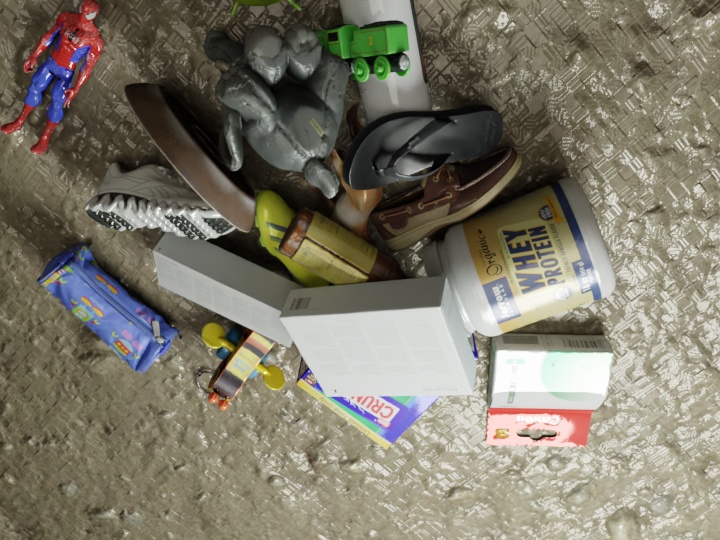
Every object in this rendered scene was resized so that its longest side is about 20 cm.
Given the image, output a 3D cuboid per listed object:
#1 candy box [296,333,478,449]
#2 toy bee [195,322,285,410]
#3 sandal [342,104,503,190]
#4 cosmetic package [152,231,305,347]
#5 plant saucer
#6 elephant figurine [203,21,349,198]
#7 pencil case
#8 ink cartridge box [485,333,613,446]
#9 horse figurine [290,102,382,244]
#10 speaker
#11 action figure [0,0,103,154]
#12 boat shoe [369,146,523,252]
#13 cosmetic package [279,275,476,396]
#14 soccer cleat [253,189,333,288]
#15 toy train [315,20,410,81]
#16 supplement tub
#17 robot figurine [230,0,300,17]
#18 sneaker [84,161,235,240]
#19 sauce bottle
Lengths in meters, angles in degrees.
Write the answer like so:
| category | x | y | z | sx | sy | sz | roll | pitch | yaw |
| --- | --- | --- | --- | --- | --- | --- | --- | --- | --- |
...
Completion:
| category | x | y | z | sx | sy | sz | roll | pitch | yaw |
| --- | --- | --- | --- | --- | --- | --- | --- | --- | --- |
| candy box | 0.033 | 0.120 | 0.890 | 0.168 | 0.077 | 0.201 | 36 | 115 | -12 |
| toy bee | -0.167 | 0.139 | 0.900 | 0.128 | 0.109 | 0.203 | 17 | 118 | -6 |
| sandal | 0.073 | -0.135 | 0.698 | 0.197 | 0.043 | 0.077 | -20 | 133 | -16 |
| cosmetic package | -0.166 | 0.020 | 0.835 | 0.197 | 0.051 | 0.083 | 25 | 148 | 4 |
| plant saucer | -0.177 | -0.131 | 0.717 | 0.032 | 0.200 | 0.201 | -39 | 109 | 4 |
| elephant figurine | -0.100 | -0.173 | 0.683 | 0.140 | 0.199 | 0.158 | 23 | 82 | -29 |
| pencil case | -0.339 | 0.052 | 0.883 | 0.200 | 0.079 | 0.086 | 47 | 141 | -19 |
| ink cartridge box | 0.262 | 0.186 | 0.925 | 0.157 | 0.050 | 0.204 | 0 | 115 | 4 |
| horse figurine | -0.019 | -0.092 | 0.772 | 0.132 | 0.050 | 0.202 | 37 | 136 | 14 |
| speaker | 0.023 | -0.256 | 0.696 | 0.079 | 0.082 | 0.204 | -10 | 116 | 9 |
| action figure | -0.355 | -0.230 | 0.760 | 0.065 | 0.052 | 0.201 | 36 | 112 | -10 |
| boat shoe | 0.097 | -0.099 | 0.779 | 0.198 | 0.073 | 0.072 | -29 | 111 | 26 |
| cosmetic package | 0.024 | 0.084 | 0.761 | 0.196 | 0.052 | 0.152 | -5 | 130 | 24 |
| soccer cleat | -0.069 | -0.022 | 0.823 | 0.082 | 0.065 | 0.202 | -8 | 128 | 23 |
| toy train | -0.024 | -0.226 | 0.677 | 0.198 | 0.041 | 0.058 | 15 | 119 | 46 |
| supplement tub | 0.185 | -0.008 | 0.775 | 0.197 | 0.145 | 0.146 | -22 | 114 | 15 |
| robot figurine | -0.107 | -0.358 | 0.631 | 0.171 | 0.116 | 0.204 | 1 | 116 | 12 |
| sneaker | -0.238 | -0.089 | 0.787 | 0.196 | 0.083 | 0.075 | 8 | 159 | 13 |
| sauce bottle | 0.000 | 0.000 | 0.767 | 0.198 | 0.066 | 0.066 | 33 | 115 | -13 |
